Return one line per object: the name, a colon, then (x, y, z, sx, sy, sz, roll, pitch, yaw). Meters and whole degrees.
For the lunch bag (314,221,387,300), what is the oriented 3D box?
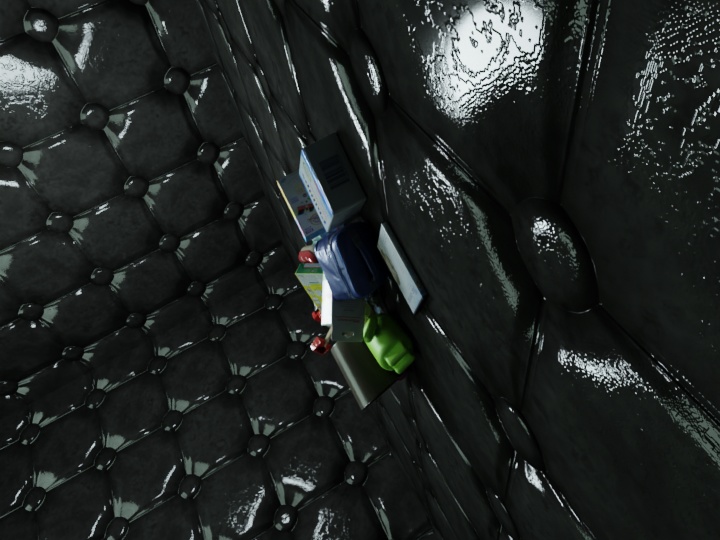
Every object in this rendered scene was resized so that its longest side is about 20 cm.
lunch bag: (-0.018, -0.016, 1.440, 0.131, 0.134, 0.205, -14, 103, 55)

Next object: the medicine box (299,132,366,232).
medicine box: (-0.077, -0.222, 1.413, 0.187, 0.100, 0.200, 64, 168, 4)

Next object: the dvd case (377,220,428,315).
dvd case: (0.096, -0.002, 1.291, 0.204, 0.017, 0.143, 62, 168, 16)

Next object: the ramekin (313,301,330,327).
ramekin: (-0.080, 0.090, 1.921, 0.200, 0.102, 0.206, 47, -145, -48)

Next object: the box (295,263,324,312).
box: (-0.103, 0.064, 1.637, 0.114, 0.049, 0.203, 2, 135, 34)

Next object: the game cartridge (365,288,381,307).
game cartridge: (0.000, 0.000, 1.620, 0.132, 0.040, 0.206, 26, 137, 51)

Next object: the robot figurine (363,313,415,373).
robot figurine: (0.079, 0.204, 1.565, 0.175, 0.116, 0.201, 44, -176, -39)

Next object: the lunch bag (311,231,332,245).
lunch bag: (-0.112, -0.133, 1.739, 0.204, 0.120, 0.170, 57, 168, 0)

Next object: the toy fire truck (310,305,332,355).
toy fire truck: (-0.100, 0.152, 1.750, 0.048, 0.202, 0.142, 26, -162, -35)

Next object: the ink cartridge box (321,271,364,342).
ink cartridge box: (-0.049, 0.096, 1.525, 0.066, 0.114, 0.209, -10, 75, 55)

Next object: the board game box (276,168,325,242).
board game box: (-0.142, -0.211, 1.620, 0.205, 0.149, 0.040, 62, 170, 12)

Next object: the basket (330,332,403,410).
basket: (0.010, 0.288, 1.651, 0.202, 0.178, 0.137, 52, 144, 13)

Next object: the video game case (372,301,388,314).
video game case: (0.050, 0.115, 1.756, 0.187, 0.021, 0.200, 66, 170, -4)

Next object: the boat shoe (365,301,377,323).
boat shoe: (0.013, 0.146, 1.668, 0.059, 0.073, 0.201, 27, 162, 38)

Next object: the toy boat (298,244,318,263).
toy boat: (-0.134, -0.002, 1.717, 0.127, 0.135, 0.199, 24, 171, -20)

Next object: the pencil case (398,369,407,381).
pencil case: (0.091, 0.310, 1.806, 0.200, 0.090, 0.095, 160, 116, -77)
